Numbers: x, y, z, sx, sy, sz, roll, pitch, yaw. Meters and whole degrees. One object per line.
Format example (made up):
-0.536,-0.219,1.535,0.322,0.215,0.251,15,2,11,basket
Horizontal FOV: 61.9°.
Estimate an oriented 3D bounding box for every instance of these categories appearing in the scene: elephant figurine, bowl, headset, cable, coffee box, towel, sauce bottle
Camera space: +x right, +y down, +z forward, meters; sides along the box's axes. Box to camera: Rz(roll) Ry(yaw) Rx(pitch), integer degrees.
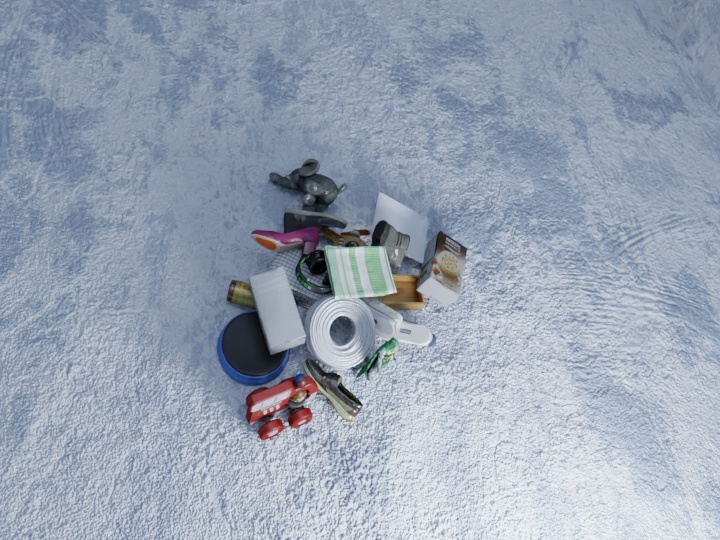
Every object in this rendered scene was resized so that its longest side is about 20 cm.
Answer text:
-0.168,-0.279,1.890,0.152,0.143,0.202,10,33,-45,elephant figurine
-0.282,0.201,1.600,0.193,0.040,0.206,9,57,-13,bowl
-0.091,-0.013,1.657,0.123,0.095,0.198,43,39,14,headset
-0.055,0.164,1.624,0.193,0.069,0.208,2,88,-17,cable
0.253,-0.005,1.851,0.112,0.080,0.204,29,48,-13,coffee box
-0.163,0.017,1.727,0.194,0.086,0.169,23,53,-1,towel
0.000,0.000,1.649,0.194,0.023,0.157,0,64,-31,towel
-0.270,0.080,1.665,0.193,0.067,0.068,16,55,-10,sauce bottle

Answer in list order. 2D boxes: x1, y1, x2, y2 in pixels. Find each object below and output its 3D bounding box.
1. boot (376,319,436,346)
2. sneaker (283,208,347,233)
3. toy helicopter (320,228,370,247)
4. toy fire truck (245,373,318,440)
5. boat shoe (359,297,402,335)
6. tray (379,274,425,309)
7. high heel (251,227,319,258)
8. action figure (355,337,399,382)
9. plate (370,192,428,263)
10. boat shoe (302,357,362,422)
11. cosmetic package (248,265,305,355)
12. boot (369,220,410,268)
0.120,0.179,1.730,0.194,0.090,0.075,16,80,23,boot
-0.138,-0.118,1.805,0.192,0.075,0.110,8,89,1,sneaker
-0.058,-0.096,1.838,0.197,0.080,0.133,33,61,20,toy helicopter
-0.190,0.317,1.477,0.195,0.169,0.114,-17,64,-26,toy fire truck
0.033,0.108,1.706,0.196,0.073,0.069,26,43,28,boat shoe
0.093,0.063,1.807,0.193,0.037,0.102,3,58,-17,tray
-0.210,-0.101,1.697,0.195,0.067,0.099,19,60,-22,high heel
0.061,0.231,1.592,0.116,0.202,0.055,-29,70,-30,action figure
0.122,-0.131,1.915,0.196,0.032,0.204,27,48,-15,plate
-0.071,0.301,1.576,0.065,0.073,0.200,-43,86,9,boat shoe
-0.220,0.105,1.579,0.103,0.090,0.206,-15,76,-13,cosmetic package
0.074,-0.035,1.787,0.129,0.067,0.205,30,84,-35,boot
